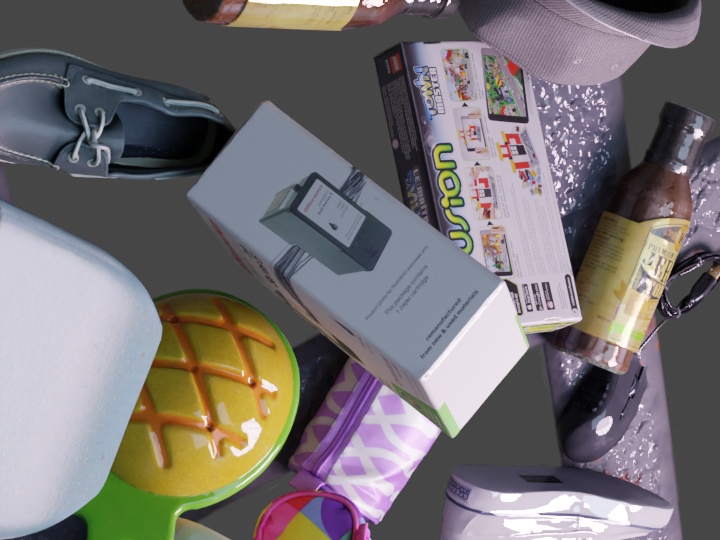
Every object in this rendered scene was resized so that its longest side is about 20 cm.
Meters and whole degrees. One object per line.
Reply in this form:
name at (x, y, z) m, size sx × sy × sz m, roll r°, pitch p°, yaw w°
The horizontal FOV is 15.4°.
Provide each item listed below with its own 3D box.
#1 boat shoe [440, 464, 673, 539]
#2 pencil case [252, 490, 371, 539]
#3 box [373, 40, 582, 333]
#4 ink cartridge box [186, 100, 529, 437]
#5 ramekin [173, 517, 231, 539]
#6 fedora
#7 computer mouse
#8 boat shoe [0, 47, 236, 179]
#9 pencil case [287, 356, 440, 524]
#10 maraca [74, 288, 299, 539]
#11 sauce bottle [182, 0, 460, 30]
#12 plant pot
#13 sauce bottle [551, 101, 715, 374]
boat shoe at (0.142, 0.185, 1.981) m, size 0.199 × 0.074 × 0.066 m, roll 8°, pitch 105°, yaw -29°
pencil case at (-0.010, 0.225, 1.823) m, size 0.088 × 0.088 × 0.200 m, roll -49°, pitch 149°, yaw -14°
box at (0.080, -0.056, 1.805) m, size 0.110 × 0.035 × 0.201 m, roll -4°, pitch 78°, yaw -36°
ink cartridge box at (0.000, 0.000, 1.687) m, size 0.084 × 0.200 × 0.146 m, roll -50°, pitch 161°, yaw -7°
ramekin at (-0.094, 0.249, 1.734) m, size 0.098 × 0.200 × 0.201 m, roll -53°, pitch 129°, yaw -20°
fedora at (0.133, -0.188, 1.804) m, size 0.199 × 0.177 × 0.090 m, roll 1°, pitch 134°, yaw -44°
computer mouse at (0.219, 0.065, 2.015) m, size 0.200 × 0.034 × 0.059 m, roll -53°, pitch 128°, yaw -12°
boat shoe at (-0.163, -0.092, 1.646) m, size 0.199 × 0.062 × 0.073 m, roll 6°, pitch 101°, yaw -39°
pencil case at (0.026, 0.075, 1.834) m, size 0.201 × 0.084 × 0.085 m, roll -62°, pitch 160°, yaw -5°
maraca at (-0.124, 0.096, 1.701) m, size 0.200 × 0.137 × 0.107 m, roll -48°, pitch 167°, yaw -24°
sauce bottle at (-0.022, -0.185, 1.723) m, size 0.199 × 0.066 × 0.066 m, roll 1°, pitch 104°, yaw -37°
plant pot at (-0.234, 0.046, 1.564) m, size 0.200 × 0.196 × 0.197 m, roll 19°, pitch 93°, yaw -50°
sauce bottle at (0.204, -0.025, 1.953) m, size 0.065 × 0.065 × 0.201 m, roll 20°, pitch 93°, yaw -40°
